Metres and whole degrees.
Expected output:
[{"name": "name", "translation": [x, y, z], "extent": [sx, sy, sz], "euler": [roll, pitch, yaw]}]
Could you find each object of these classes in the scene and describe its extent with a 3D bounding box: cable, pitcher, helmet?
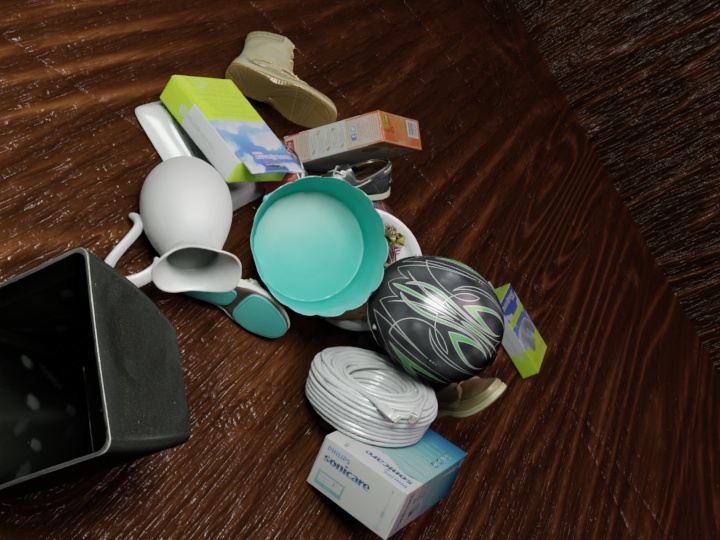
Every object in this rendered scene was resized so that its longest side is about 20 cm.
[{"name": "cable", "translation": [0.018, 0.183, 1.356], "extent": [0.200, 0.069, 0.200], "euler": [26, 17, 23]}, {"name": "pitcher", "translation": [-0.249, -0.056, 1.187], "extent": [0.200, 0.171, 0.121], "euler": [-107, -166, -44]}, {"name": "helmet", "translation": [0.113, 0.072, 1.356], "extent": [0.191, 0.200, 0.200], "euler": [57, 19, -66]}]

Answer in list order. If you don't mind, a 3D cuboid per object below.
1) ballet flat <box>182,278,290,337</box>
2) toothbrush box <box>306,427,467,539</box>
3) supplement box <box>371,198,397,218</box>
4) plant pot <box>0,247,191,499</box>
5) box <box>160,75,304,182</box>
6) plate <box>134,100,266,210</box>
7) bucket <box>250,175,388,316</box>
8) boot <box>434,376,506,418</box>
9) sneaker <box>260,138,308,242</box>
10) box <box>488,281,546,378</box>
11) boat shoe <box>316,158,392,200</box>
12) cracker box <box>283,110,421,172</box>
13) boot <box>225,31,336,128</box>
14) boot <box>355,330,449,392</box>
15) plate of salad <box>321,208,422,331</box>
[{"name": "ballet flat", "translation": [-0.176, 0.029, 1.286], "extent": [0.200, 0.069, 0.069], "euler": [32, 43, -38]}, {"name": "toothbrush box", "translation": [0.042, 0.287, 1.331], "extent": [0.146, 0.085, 0.200], "euler": [31, 19, 23]}, {"name": "supplement box", "translation": [0.000, -0.040, 1.579], "extent": [0.110, 0.086, 0.200], "euler": [52, 33, -18]}, {"name": "plant pot", "translation": [-0.287, 0.119, 0.933], "extent": [0.177, 0.199, 0.200], "euler": [28, 44, -61]}, {"name": "box", "translation": [-0.184, -0.197, 1.320], "extent": [0.200, 0.048, 0.122], "euler": [51, 31, 18]}, {"name": "plate", "translation": [-0.229, -0.184, 1.391], "extent": [0.200, 0.032, 0.200], "euler": [60, 30, -7]}, {"name": "bucket", "translation": [-0.066, -0.037, 1.336], "extent": [0.207, 0.207, 0.135], "euler": [59, -8, -8]}, {"name": "boot", "translation": [0.143, 0.169, 1.543], "extent": [0.072, 0.200, 0.155], "euler": [-35, 97, -34]}, {"name": "sneaker", "translation": [-0.114, -0.108, 1.451], "extent": [0.098, 0.071, 0.201], "euler": [-13, 94, -71]}, {"name": "box", "translation": [0.337, 0.123, 2.012], "extent": [0.200, 0.048, 0.122], "euler": [58, 30, -12]}, {"name": "boat shoe", "translation": [-0.038, -0.154, 1.556], "extent": [0.200, 0.068, 0.072], "euler": [-10, 44, -24]}, {"name": "cracker box", "translation": [-0.014, -0.220, 1.578], "extent": [0.134, 0.200, 0.058], "euler": [-1, 82, -58]}, {"name": "boot", "translation": [-0.124, -0.334, 1.585], "extent": [0.200, 0.073, 0.155], "euler": [23, 38, -9]}, {"name": "boot", "translation": [0.102, 0.094, 1.503], "extent": [0.198, 0.162, 0.073], "euler": [-60, 158, -23]}, {"name": "plate of salad", "translation": [0.000, 0.000, 1.445], "extent": [0.200, 0.200, 0.048], "euler": [60, 7, -6]}]
